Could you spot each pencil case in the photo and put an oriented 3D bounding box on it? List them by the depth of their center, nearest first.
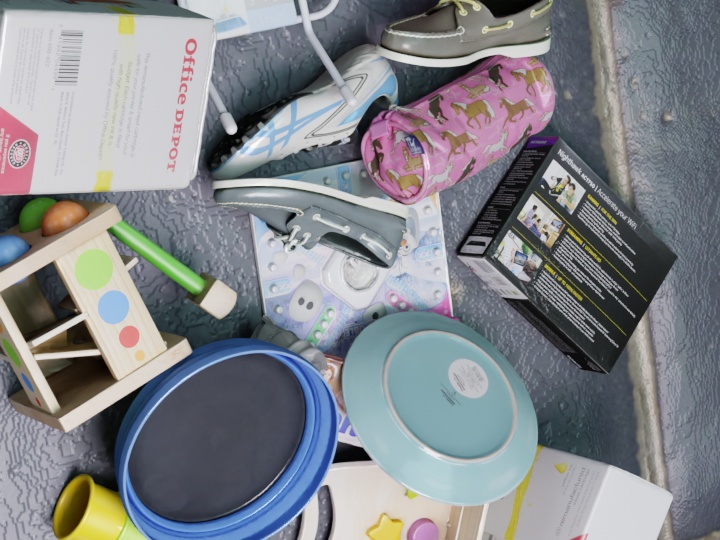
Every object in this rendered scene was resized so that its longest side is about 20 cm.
[{"bbox_3d":[0.094,-0.136,1.584,0.200,0.083,0.087,-30,151,-37],"label":"pencil case"}]

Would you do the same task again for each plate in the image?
[{"bbox_3d":[0.078,0.118,1.554,0.200,0.026,0.201,14,52,-19],"label":"plate"}]

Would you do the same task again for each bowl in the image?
[{"bbox_3d":[-0.113,0.148,1.442,0.200,0.039,0.201,-15,122,-25],"label":"bowl"}]

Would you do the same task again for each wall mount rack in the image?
[{"bbox_3d":[-0.089,-0.212,1.481,0.200,0.075,0.174,-15,96,-23],"label":"wall mount rack"}]

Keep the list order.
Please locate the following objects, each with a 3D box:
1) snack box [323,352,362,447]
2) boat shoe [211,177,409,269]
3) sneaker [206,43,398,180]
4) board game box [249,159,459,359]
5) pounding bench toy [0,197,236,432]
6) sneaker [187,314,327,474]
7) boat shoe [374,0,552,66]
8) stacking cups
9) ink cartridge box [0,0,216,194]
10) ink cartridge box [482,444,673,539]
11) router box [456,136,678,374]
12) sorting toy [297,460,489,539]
[{"bbox_3d":[0.016,0.130,1.595,0.200,0.024,0.072,20,97,-37],"label":"snack box"},{"bbox_3d":[-0.043,-0.043,1.506,0.200,0.073,0.062,10,86,-36],"label":"boat shoe"},{"bbox_3d":[-0.047,-0.129,1.525,0.200,0.072,0.073,-34,104,-22],"label":"sneaker"},{"bbox_3d":[0.000,0.000,1.592,0.200,0.026,0.201,-13,101,-29],"label":"board game box"},{"bbox_3d":[-0.216,0.007,1.409,0.200,0.124,0.156,-32,109,-24],"label":"pounding bench toy"},{"bbox_3d":[-0.120,0.128,1.517,0.200,0.082,0.075,-45,150,-4],"label":"sneaker"},{"bbox_3d":[0.098,-0.227,1.568,0.201,0.072,0.060,-13,123,-37],"label":"boat shoe"},{"bbox_3d":[-0.168,0.237,1.498,0.200,0.060,0.061,26,82,-31],"label":"stacking cups"},{"bbox_3d":[-0.226,-0.142,1.365,0.200,0.083,0.146,-4,111,-42],"label":"ink cartridge box"},{"bbox_3d":[0.182,0.246,1.622,0.083,0.200,0.145,26,82,-26],"label":"ink cartridge box"},{"bbox_3d":[0.208,-0.014,1.696,0.200,0.051,0.149,42,72,-27],"label":"router box"},{"bbox_3d":[0.024,0.249,1.595,0.180,0.107,0.201,9,98,-19],"label":"sorting toy"}]
